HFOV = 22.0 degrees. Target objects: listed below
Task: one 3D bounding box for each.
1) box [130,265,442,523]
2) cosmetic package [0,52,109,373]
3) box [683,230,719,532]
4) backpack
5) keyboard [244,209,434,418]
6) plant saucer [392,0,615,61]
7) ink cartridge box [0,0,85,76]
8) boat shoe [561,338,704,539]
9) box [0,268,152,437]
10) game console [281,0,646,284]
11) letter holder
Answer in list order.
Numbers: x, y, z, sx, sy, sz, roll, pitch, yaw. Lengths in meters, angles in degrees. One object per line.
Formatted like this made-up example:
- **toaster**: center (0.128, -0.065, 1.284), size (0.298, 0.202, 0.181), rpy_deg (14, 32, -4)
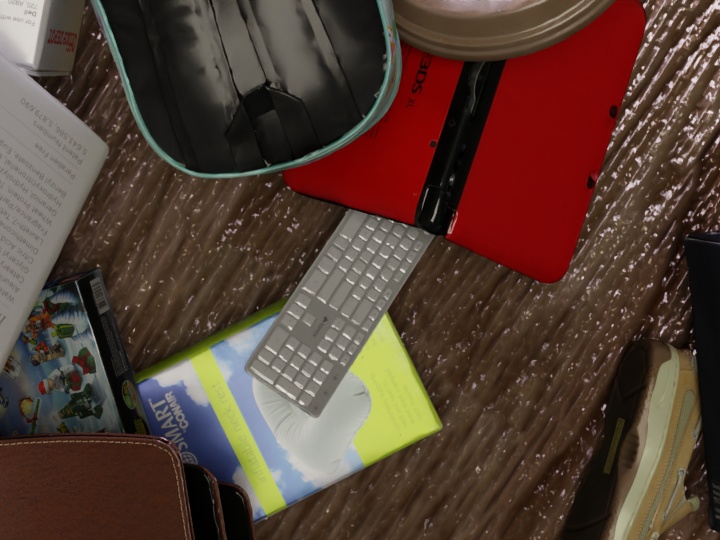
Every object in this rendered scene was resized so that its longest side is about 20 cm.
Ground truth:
- **box**: center (-0.061, 0.092, 1.219), size (0.199, 0.048, 0.123), rpy_deg (-27, 96, -1)
- **cosmetic package**: center (-0.282, -0.029, 1.049), size (0.165, 0.164, 0.201), rpy_deg (42, 61, -37)
- **box**: center (0.327, 0.065, 1.189), size (0.198, 0.123, 0.201), rpy_deg (-9, 96, -16)
- **backpack**: center (-0.065, -0.153, 1.087), size (0.174, 0.153, 0.202), rpy_deg (-18, 86, 2)
- **keyboard**: center (0.000, 0.000, 1.187), size (0.056, 0.011, 0.201), rpy_deg (36, 66, -5)
- **plant saucer**: center (0.085, -0.223, 1.147), size (0.198, 0.029, 0.202), rpy_deg (-8, 64, 17)
- **ink cartridge box**: center (-0.205, -0.225, 1.123), size (0.083, 0.145, 0.202), rpy_deg (12, 96, -1)
- **boat shoe**: center (0.192, 0.151, 1.236), size (0.076, 0.072, 0.202), rpy_deg (18, 95, -17)
- **box**: center (-0.203, 0.112, 1.193), size (0.136, 0.040, 0.202), rpy_deg (-15, 98, 20)
- **game console**: center (0.068, -0.115, 1.205), size (0.171, 0.119, 0.202), rpy_deg (16, 83, 25)
- **letter holder**: center (-0.174, 0.157, 1.121), size (0.198, 0.101, 0.144), rpy_deg (-6, 99, 18)
